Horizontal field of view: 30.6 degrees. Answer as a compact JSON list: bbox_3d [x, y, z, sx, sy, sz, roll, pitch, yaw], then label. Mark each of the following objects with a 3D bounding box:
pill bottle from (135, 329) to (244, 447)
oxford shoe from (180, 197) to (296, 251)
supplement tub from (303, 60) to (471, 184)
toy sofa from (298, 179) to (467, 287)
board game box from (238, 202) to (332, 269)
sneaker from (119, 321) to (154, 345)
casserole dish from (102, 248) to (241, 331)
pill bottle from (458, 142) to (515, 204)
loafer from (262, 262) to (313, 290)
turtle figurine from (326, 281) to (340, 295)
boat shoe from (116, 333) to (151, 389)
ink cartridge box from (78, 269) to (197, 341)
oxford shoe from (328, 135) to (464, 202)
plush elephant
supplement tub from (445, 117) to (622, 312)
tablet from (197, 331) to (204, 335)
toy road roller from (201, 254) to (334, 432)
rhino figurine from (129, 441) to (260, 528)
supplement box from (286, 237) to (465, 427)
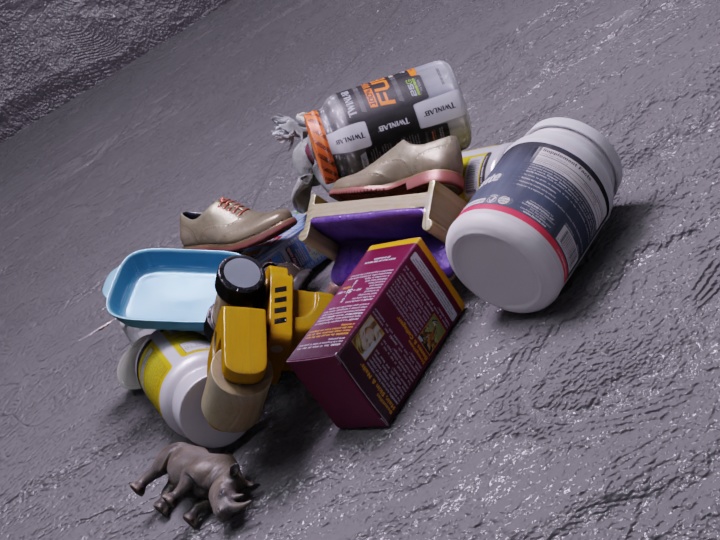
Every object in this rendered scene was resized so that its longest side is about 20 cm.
[{"bbox_3d":[-0.207,0.144,1.650,0.114,0.114,0.200,-39,24,-9],"label":"pill bottle"},{"bbox_3d":[-0.177,-0.066,1.819,0.200,0.075,0.070,-12,6,33],"label":"oxford shoe"},{"bbox_3d":[0.034,-0.187,1.705,0.200,0.123,0.123,-18,24,-3],"label":"supplement tub"},{"bbox_3d":[0.027,-0.042,1.591,0.200,0.083,0.098,-4,67,37],"label":"toy sofa"},{"bbox_3d":[-0.140,-0.015,1.888,0.200,0.062,0.200,-4,29,49],"label":"board game box"},{"bbox_3d":[-0.274,0.041,1.959,0.200,0.087,0.075,-44,24,-23],"label":"sneaker"},{"bbox_3d":[-0.229,0.029,1.680,0.200,0.039,0.121,2,49,13],"label":"casserole dish"},{"bbox_3d":[0.129,-0.094,1.658,0.200,0.111,0.111,-6,37,47],"label":"pill bottle"},{"bbox_3d":[-0.106,0.015,1.729,0.073,0.071,0.200,-64,2,-8],"label":"loafer"},{"bbox_3d":[0.000,0.000,1.705,0.161,0.064,0.200,-47,40,-2],"label":"turtle figurine"},{"bbox_3d":[-0.257,0.110,1.867,0.200,0.073,0.062,-35,-20,16],"label":"boat shoe"},{"bbox_3d":[-0.279,0.056,1.790,0.200,0.050,0.161,-35,4,-17],"label":"ink cartridge box"},{"bbox_3d":[0.047,-0.120,1.627,0.200,0.070,0.075,-6,70,37],"label":"oxford shoe"},{"bbox_3d":[-0.034,-0.161,1.841,0.155,0.200,0.165,122,158,-75],"label":"plush elephant"},{"bbox_3d":[0.198,-0.064,1.478,0.140,0.140,0.200,-7,36,47],"label":"supplement tub"},{"bbox_3d":[-0.138,0.074,1.687,0.130,0.014,0.200,-8,18,-38],"label":"tablet"},{"bbox_3d":[-0.103,0.086,1.516,0.123,0.146,0.200,111,163,-49],"label":"toy road roller"},{"bbox_3d":[-0.181,0.243,1.502,0.200,0.060,0.087,5,48,53],"label":"rhino figurine"},{"bbox_3d":[0.021,0.070,1.496,0.086,0.110,0.200,-9,34,45],"label":"supplement box"}]
